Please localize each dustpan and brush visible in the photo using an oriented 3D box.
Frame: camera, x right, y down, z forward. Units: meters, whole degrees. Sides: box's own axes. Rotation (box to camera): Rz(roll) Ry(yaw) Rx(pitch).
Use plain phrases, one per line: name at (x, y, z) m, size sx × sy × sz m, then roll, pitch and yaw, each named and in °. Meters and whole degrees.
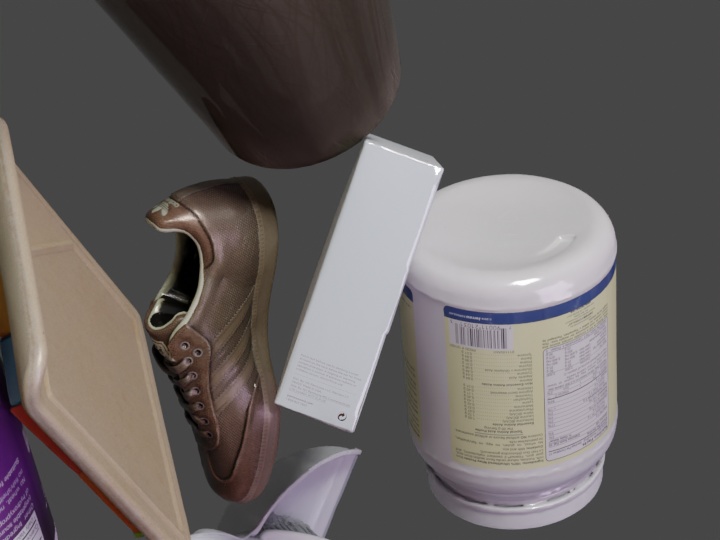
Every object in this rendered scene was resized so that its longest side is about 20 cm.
dustpan and brush at (-0.063, 0.172, 1.228) m, size 0.199 × 0.057 × 0.141 m, roll 19°, pitch 94°, yaw -52°

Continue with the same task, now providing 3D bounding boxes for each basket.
basket at (-0.057, -0.158, 1.010) m, size 0.180 × 0.136 × 0.200 m, roll -32°, pitch 141°, yaw -3°

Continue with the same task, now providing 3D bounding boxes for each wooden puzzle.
wooden puzzle at (-0.144, 0.046, 0.995) m, size 0.037 × 0.186 × 0.201 m, roll -22°, pitch 137°, yaw 4°

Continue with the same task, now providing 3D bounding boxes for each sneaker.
sneaker at (-0.093, 0.044, 1.137) m, size 0.075 × 0.070 × 0.202 m, roll -10°, pitch 111°, yaw -29°

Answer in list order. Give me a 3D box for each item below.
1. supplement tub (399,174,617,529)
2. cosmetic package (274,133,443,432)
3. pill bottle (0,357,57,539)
supplement tub at (0.099, 0.055, 1.295) m, size 0.145 × 0.144 × 0.201 m, roll -33°, pitch 131°, yaw -36°
cosmetic package at (0.000, 0.000, 1.136) m, size 0.200 × 0.051 × 0.152 m, roll -86°, pitch -162°, yaw -85°
pill bottle at (-0.216, 0.109, 0.969) m, size 0.112 × 0.112 × 0.201 m, roll -38°, pitch 134°, yaw -32°
